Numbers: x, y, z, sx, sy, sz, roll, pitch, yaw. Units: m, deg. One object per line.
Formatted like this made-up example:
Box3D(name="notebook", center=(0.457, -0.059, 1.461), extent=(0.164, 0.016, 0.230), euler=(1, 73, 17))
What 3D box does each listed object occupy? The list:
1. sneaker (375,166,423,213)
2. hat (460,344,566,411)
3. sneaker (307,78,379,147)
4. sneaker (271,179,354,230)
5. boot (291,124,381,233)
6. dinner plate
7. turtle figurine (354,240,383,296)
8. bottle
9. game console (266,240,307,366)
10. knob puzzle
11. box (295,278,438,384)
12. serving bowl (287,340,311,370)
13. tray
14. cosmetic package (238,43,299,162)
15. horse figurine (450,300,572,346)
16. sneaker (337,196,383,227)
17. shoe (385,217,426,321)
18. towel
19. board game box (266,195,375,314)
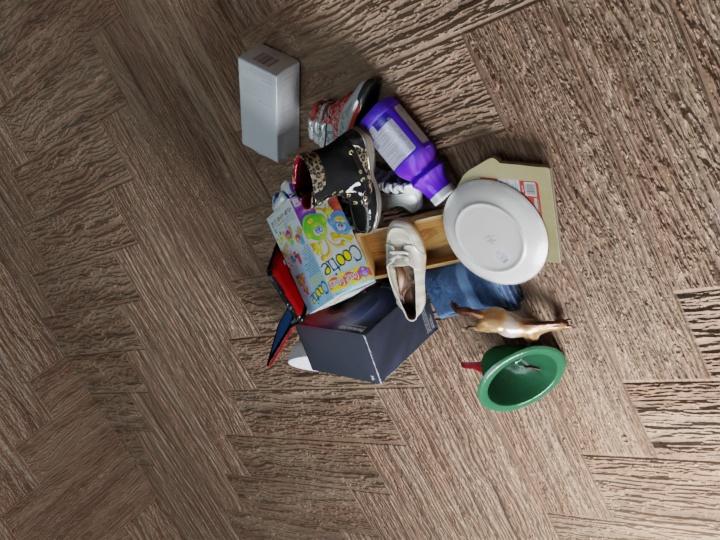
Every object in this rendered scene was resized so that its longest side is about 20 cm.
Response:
Box3D(name="sneaker", center=(0.032, -0.152, 1.634), extent=(0.200, 0.075, 0.081), euler=(15, 140, 38))
Box3D(name="hat", center=(0.264, 0.153, 1.659), extent=(0.166, 0.200, 0.176), euler=(43, -162, -41))
Box3D(name="sneaker", center=(-0.039, -0.288, 1.590), extent=(0.108, 0.067, 0.202), euler=(37, 144, 13))
Box3D(name="sneaker", center=(-0.109, -0.121, 1.793), extent=(0.200, 0.081, 0.147), euler=(-6, 120, 55))
Box3D(name="boot", center=(-0.040, -0.139, 1.526), extent=(0.073, 0.150, 0.201), euler=(26, 131, 41))
Box3D(name="dinner plate", center=(0.223, -0.059, 1.488), extent=(0.200, 0.024, 0.201), euler=(23, 133, 27))
Box3D(name="turtle figurine", center=(0.000, 0.000, 1.743), extent=(0.149, 0.101, 0.200), euler=(25, 136, -37))
Box3D(name="bottle", center=(0.086, -0.204, 1.524), extent=(0.200, 0.065, 0.084), euler=(51, 135, 4))
Box3D(name="game console", center=(-0.163, 0.054, 1.692), extent=(0.118, 0.200, 0.173), euler=(-27, 109, 11))
Box3D(name="knob puzzle", center=(0.243, -0.106, 1.477), extent=(0.219, 0.030, 0.220), euler=(24, 135, 26))
Box3D(name="box", center=(0.013, 0.113, 1.769), extent=(0.200, 0.198, 0.124), euler=(5, 124, 43))
Box3D(name="serving bowl", center=(-0.059, 0.179, 1.949), extent=(0.200, 0.200, 0.066), euler=(-19, 63, 52))
Box3D(name="tray", center=(0.100, -0.051, 1.611), extent=(0.199, 0.037, 0.099), euler=(-12, 114, 23))
Box3D(name="cosmetic package", center=(-0.176, -0.322, 1.700), extent=(0.102, 0.074, 0.200), euler=(31, 141, 24))
Box3D(name="horse figurine", center=(0.259, 0.097, 1.568), extent=(0.199, 0.050, 0.133), euler=(15, 165, -7))
Box3D(name="sneaker", center=(-0.036, -0.127, 1.717), extent=(0.200, 0.088, 0.074), euler=(34, 105, 42))
Box3D(name="shoe", center=(0.085, 0.000, 1.592), extent=(0.070, 0.053, 0.201), euler=(-2, 118, 19))
Box3D(name="towel", center=(0.203, 0.030, 1.626), extent=(0.200, 0.049, 0.112), euler=(-8, 114, 49))
Box3D(name="board game box", center=(-0.074, -0.039, 1.634), extent=(0.105, 0.103, 0.201), euler=(-33, 80, 55))
